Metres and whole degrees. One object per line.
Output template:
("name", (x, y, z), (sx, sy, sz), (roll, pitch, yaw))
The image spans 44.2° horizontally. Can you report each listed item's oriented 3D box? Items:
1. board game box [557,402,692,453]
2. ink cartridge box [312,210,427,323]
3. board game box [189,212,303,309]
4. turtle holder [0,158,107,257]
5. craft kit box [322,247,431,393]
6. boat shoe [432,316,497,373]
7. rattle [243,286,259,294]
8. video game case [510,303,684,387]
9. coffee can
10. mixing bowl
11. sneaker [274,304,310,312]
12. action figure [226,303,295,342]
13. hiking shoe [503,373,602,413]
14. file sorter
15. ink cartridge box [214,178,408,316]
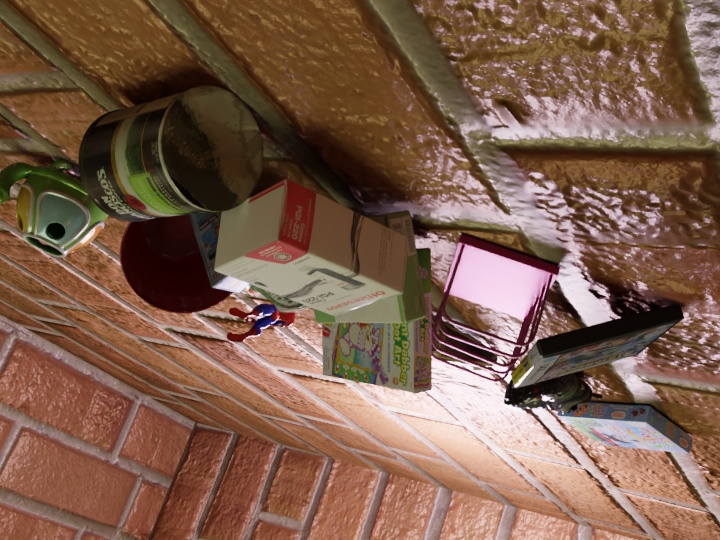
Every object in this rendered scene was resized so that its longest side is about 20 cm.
("board game box", (0.493, 0.292, 1.664), (0.151, 0.037, 0.199), (34, 156, -31))
("ink cartridge box", (0.000, 0.000, 1.240), (0.048, 0.147, 0.199), (-14, -174, -38))
("board game box", (-0.158, -0.027, 1.233), (0.061, 0.201, 0.200), (-36, 127, 15))
("turtle holder", (-0.516, -0.107, 1.482), (0.140, 0.133, 0.185), (6, 156, 37))
("craft kit box", (0.021, 0.066, 1.299), (0.196, 0.203, 0.048), (2, -175, 44))
("boat shoe", (0.150, 0.124, 1.521), (0.200, 0.074, 0.063), (30, 151, -33))
("rattle", (-0.241, 0.038, 1.591), (0.129, 0.144, 0.200), (-12, 141, 25))
("video game case", (0.317, 0.106, 1.215), (0.198, 0.026, 0.181), (-14, 161, -7))
("coffee can", (-0.236, -0.140, 1.098), (0.199, 0.148, 0.146), (-2, 151, 46))
("mixing bowl", (-0.272, -0.048, 1.361), (0.199, 0.201, 0.108), (32, -170, -31))
("sneaker", (-0.073, 0.002, 1.412), (0.198, 0.079, 0.116), (-13, 125, 23))
("action figure", (-0.178, 0.069, 1.511), (0.098, 0.066, 0.199), (15, -167, 26))
("hiking shoe", (0.338, 0.229, 1.595), (0.100, 0.076, 0.200), (31, 157, -18))
("file sorter", (0.177, 0.063, 1.245), (0.138, 0.127, 0.200), (19, 161, 6))
("ink cartridge box", (-0.059, -0.021, 1.103), (0.199, 0.086, 0.145), (21, 153, -36))
